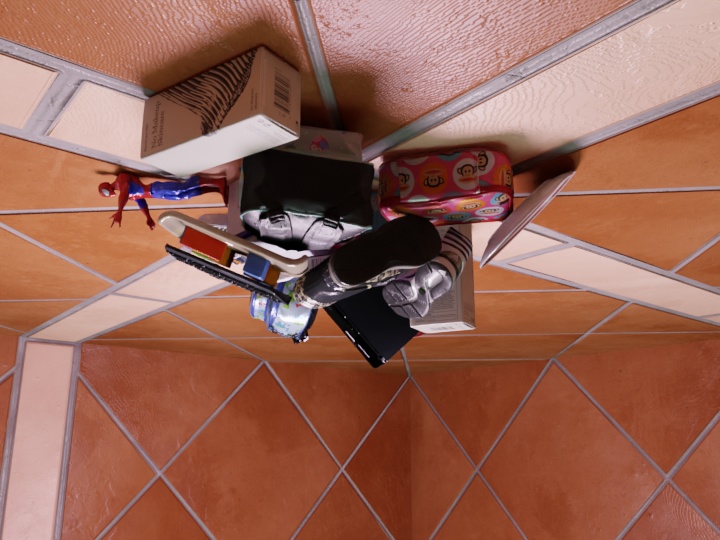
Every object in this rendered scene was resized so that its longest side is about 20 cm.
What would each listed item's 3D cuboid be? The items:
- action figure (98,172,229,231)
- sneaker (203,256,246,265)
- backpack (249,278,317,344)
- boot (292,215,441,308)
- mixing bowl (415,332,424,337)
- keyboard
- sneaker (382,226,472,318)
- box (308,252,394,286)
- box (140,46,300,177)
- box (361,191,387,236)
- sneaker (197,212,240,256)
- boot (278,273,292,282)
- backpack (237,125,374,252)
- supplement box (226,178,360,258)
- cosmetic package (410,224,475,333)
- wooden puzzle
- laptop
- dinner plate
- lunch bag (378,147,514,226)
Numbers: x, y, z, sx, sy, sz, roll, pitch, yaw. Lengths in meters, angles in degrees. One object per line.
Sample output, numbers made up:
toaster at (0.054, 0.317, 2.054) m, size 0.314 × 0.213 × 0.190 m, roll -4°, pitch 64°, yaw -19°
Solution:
action figure at (-0.306, -0.098, 1.020) m, size 0.194 × 0.102 × 0.065 m, roll 4°, pitch 165°, yaw -4°
sneaker at (-0.201, -0.053, 1.219) m, size 0.195 × 0.082 × 0.078 m, roll -6°, pitch 163°, yaw 18°
backpack at (-0.145, 0.036, 1.338) m, size 0.143 × 0.188 × 0.200 m, roll 16°, pitch 165°, yaw -8°
boot at (0.007, -0.010, 0.961) m, size 0.201 × 0.075 × 0.153 m, roll -21°, pitch 175°, yaw -36°
mixing bowl at (0.078, 0.030, 1.373) m, size 0.195 × 0.202 × 0.110 m, roll 5°, pitch 125°, yaw -19°
keyboard at (-0.193, 0.011, 0.996) m, size 0.196 × 0.021 × 0.127 m, roll 22°, pitch 174°, yaw 18°
sneaker at (0.117, 0.003, 1.057) m, size 0.076 × 0.115 × 0.200 m, roll 47°, pitch 149°, yaw -3°
box at (0.000, 0.000, 1.117) m, size 0.139 × 0.037 × 0.200 m, roll -8°, pitch 168°, yaw 10°
box at (-0.161, -0.174, 0.756) m, size 0.196 × 0.084 × 0.068 m, roll -11°, pitch 162°, yaw 33°
box at (0.048, -0.063, 1.162) m, size 0.048 × 0.085 × 0.200 m, roll -4°, pitch 164°, yaw 14°
sneaker at (-0.189, -0.074, 1.107) m, size 0.197 × 0.086 × 0.073 m, roll 11°, pitch 143°, yaw -39°
boot at (-0.101, -0.028, 1.220) m, size 0.196 × 0.074 × 0.090 m, roll -23°, pitch 170°, yaw -6°
backpack at (-0.074, -0.102, 0.873) m, size 0.171 × 0.158 × 0.200 m, roll 3°, pitch 166°, yaw -9°
supplement box at (-0.102, -0.082, 1.058) m, size 0.197 × 0.106 × 0.100 m, roll 15°, pitch 159°, yaw -40°
cosmetic package at (0.142, 0.001, 1.166) m, size 0.101 × 0.206 × 0.073 m, roll -6°, pitch 164°, yaw 28°
wooden puzzle at (-0.170, -0.021, 0.919) m, size 0.195 × 0.047 × 0.185 m, roll 18°, pitch 174°, yaw -3°
laptop at (0.020, 0.083, 1.291) m, size 0.103 × 0.178 × 0.200 m, roll -40°, pitch 175°, yaw -14°
dinner plate at (0.246, -0.082, 1.002) m, size 0.199 × 0.024 × 0.201 m, roll -42°, pitch 169°, yaw -9°
lunch bag at (0.129, -0.114, 0.991) m, size 0.195 × 0.084 × 0.176 m, roll -4°, pitch 169°, yaw 14°
